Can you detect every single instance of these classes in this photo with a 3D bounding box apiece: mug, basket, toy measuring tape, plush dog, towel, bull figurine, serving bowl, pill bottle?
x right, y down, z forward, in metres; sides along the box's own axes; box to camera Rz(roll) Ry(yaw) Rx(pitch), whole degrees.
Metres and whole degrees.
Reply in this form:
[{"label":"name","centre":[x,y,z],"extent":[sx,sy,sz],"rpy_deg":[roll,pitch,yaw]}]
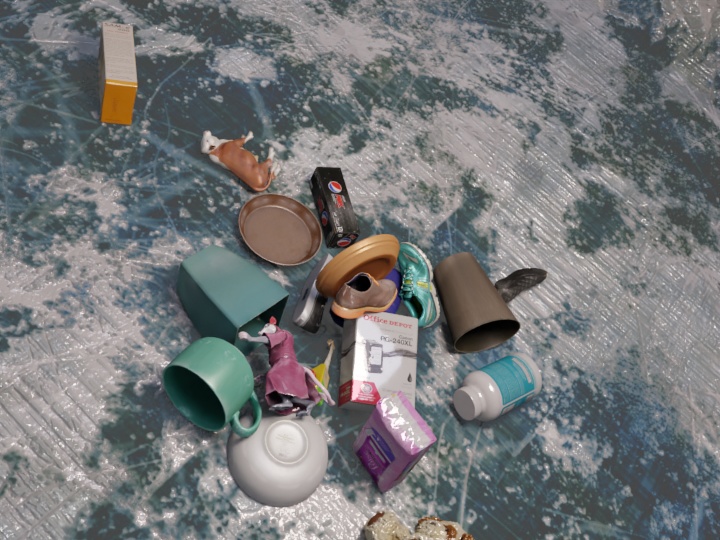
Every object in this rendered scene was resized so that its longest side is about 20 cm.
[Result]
[{"label":"mug","centre":[-0.266,0.214,1.418],"extent":[0.114,0.151,0.187],"rpy_deg":[-46,117,-43]},{"label":"basket","centre":[0.255,0.070,1.783],"extent":[0.178,0.136,0.202],"rpy_deg":[-3,54,-32]},{"label":"toy measuring tape","centre":[-0.100,0.212,1.557],"extent":[0.073,0.074,0.201],"rpy_deg":[24,33,-8]},{"label":"plush dog","centre":[0.123,0.516,1.388],"extent":[0.170,0.199,0.163],"rpy_deg":[-17,98,-23]},{"label":"towel","centre":[0.018,0.062,1.728],"extent":[0.147,0.050,0.201],"rpy_deg":[30,50,-9]},{"label":"bull figurine","centre":[-0.282,-0.268,1.801],"extent":[0.200,0.065,0.122],"rpy_deg":[41,61,3]},{"label":"serving bowl","centre":[-0.148,0.335,1.435],"extent":[0.198,0.066,0.202],"rpy_deg":[13,53,-17]},{"label":"pill bottle","centre":[0.297,0.260,1.675],"extent":[0.198,0.111,0.111],"rpy_deg":[-17,65,-35]}]

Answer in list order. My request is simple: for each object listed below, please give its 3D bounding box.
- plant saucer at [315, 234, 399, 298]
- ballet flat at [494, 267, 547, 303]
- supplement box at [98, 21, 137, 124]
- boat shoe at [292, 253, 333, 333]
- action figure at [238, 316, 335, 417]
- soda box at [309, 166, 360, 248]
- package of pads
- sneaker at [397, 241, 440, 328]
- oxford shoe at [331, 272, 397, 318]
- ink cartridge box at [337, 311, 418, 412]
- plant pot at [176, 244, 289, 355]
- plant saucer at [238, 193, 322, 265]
[{"label":"plant saucer","centre":[0.000,0.000,1.595],"extent":[0.198,0.201,0.038],"rpy_deg":[-17,65,-34]},{"label":"ballet flat","centre":[0.407,0.035,1.943],"extent":[0.198,0.058,0.066],"rpy_deg":[-19,24,-36]},{"label":"supplement box","centre":[-0.563,-0.456,1.764],"extent":[0.073,0.126,0.202],"rpy_deg":[1,57,-24]},{"label":"boat shoe","centre":[-0.093,0.052,1.673],"extent":[0.056,0.068,0.201],"rpy_deg":[36,50,-18]},{"label":"action figure","centre":[-0.144,0.170,1.449],"extent":[0.147,0.135,0.202],"rpy_deg":[-14,57,0]},{"label":"soda box","centre":[-0.063,-0.152,1.830],"extent":[0.070,0.063,0.202],"rpy_deg":[0,58,-27]},{"label":"package of pads","centre":[0.059,0.326,1.453],"extent":[0.075,0.201,0.121],"rpy_deg":[-23,65,-31]},{"label":"sneaker","centre":[0.124,0.033,1.738],"extent":[0.079,0.077,0.203],"rpy_deg":[-17,88,-46]},{"label":"oxford shoe","centre":[0.021,0.042,1.572],"extent":[0.071,0.074,0.199],"rpy_deg":[31,27,24]},{"label":"ink cartridge box","centre":[0.038,0.190,1.590],"extent":[0.143,0.083,0.203],"rpy_deg":[11,67,-17]},{"label":"plant pot","centre":[-0.271,0.056,1.535],"extent":[0.200,0.142,0.141],"rpy_deg":[42,49,17]},{"label":"plant saucer","centre":[-0.186,-0.088,1.743],"extent":[0.198,0.035,0.202],"rpy_deg":[13,51,-17]}]
